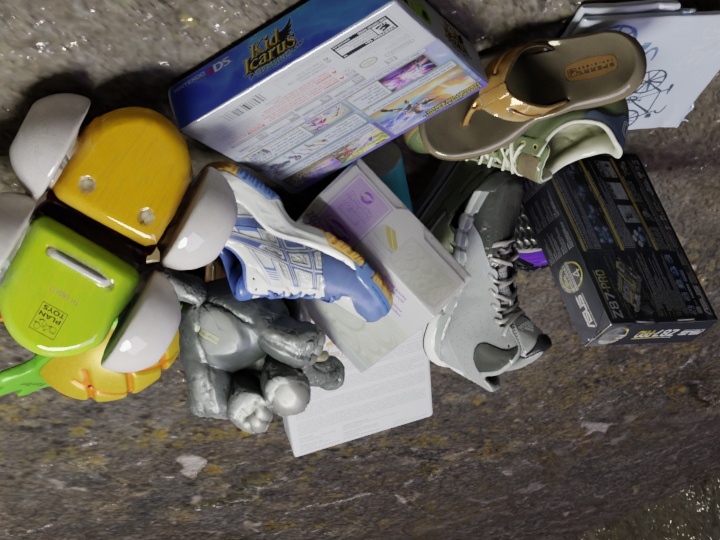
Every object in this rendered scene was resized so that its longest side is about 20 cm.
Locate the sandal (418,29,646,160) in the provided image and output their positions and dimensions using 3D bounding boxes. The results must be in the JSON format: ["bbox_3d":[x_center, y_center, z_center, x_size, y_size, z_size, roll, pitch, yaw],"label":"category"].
[{"bbox_3d":[0.140,-0.153,1.262,0.198,0.081,0.054,-17,174,9],"label":"sandal"}]

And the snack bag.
[{"bbox_3d":[0.247,-0.182,1.376,0.198,0.022,0.189,-7,153,-22],"label":"snack bag"}]

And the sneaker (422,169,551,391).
[{"bbox_3d":[0.135,0.019,1.363,0.075,0.115,0.202,-14,129,-44],"label":"sneaker"}]

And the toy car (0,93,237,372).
[{"bbox_3d":[-0.204,-0.030,1.169,0.174,0.201,0.150,30,176,-14],"label":"toy car"}]

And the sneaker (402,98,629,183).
[{"bbox_3d":[0.137,-0.116,1.316,0.198,0.091,0.067,-13,152,5],"label":"sneaker"}]

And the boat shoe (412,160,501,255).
[{"bbox_3d":[0.087,-0.046,1.428,0.071,0.062,0.201,5,128,-23],"label":"boat shoe"}]

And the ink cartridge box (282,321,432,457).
[{"bbox_3d":[-0.007,0.094,1.577,0.161,0.057,0.201,-15,131,-10],"label":"ink cartridge box"}]

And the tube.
[{"bbox_3d":[0.026,-0.033,1.410,0.050,0.077,0.201,-48,145,-28],"label":"tube"}]

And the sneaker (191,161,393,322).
[{"bbox_3d":[-0.067,-0.003,1.265,0.199,0.089,0.075,34,165,-14],"label":"sneaker"}]

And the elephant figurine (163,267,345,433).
[{"bbox_3d":[-0.089,0.056,1.365,0.140,0.157,0.200,7,-163,7],"label":"elephant figurine"}]

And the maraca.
[{"bbox_3d":[-0.245,0.071,1.390,0.199,0.108,0.137,-26,165,15],"label":"maraca"}]

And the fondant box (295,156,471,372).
[{"bbox_3d":[0.000,0.000,1.373,0.058,0.144,0.200,-43,180,-27],"label":"fondant box"}]

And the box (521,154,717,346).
[{"bbox_3d":[0.251,-0.024,1.504,0.160,0.201,0.049,1,148,-40],"label":"box"}]

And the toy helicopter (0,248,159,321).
[{"bbox_3d":[-0.229,-0.007,1.302,0.198,0.080,0.132,-8,180,1],"label":"toy helicopter"}]

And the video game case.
[{"bbox_3d":[-0.022,-0.147,1.208,0.199,0.046,0.181,-28,155,19],"label":"video game case"}]

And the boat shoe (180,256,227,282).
[{"bbox_3d":[-0.146,0.017,1.448,0.073,0.076,0.201,-2,143,-26],"label":"boat shoe"}]

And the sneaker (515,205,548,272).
[{"bbox_3d":[0.170,-0.032,1.589,0.199,0.070,0.100,-3,154,-33],"label":"sneaker"}]
